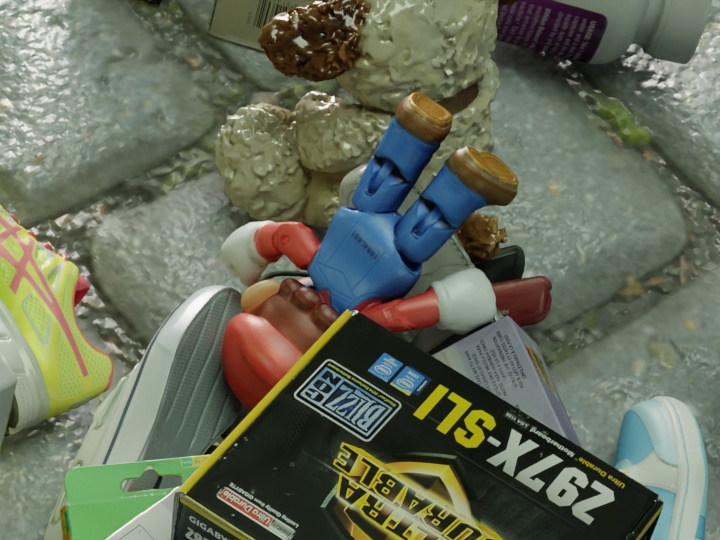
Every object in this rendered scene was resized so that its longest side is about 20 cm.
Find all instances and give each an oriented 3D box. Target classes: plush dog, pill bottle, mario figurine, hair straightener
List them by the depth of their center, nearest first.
[{"bbox_3d":[0.000,0.000,1.632,0.106,0.200,0.124,29,18,-36],"label":"mario figurine"},{"bbox_3d":[0.027,-0.107,1.734,0.199,0.173,0.160,-26,45,-30],"label":"plush dog"},{"bbox_3d":[0.011,0.018,1.748,0.199,0.041,0.077,-15,40,-18],"label":"hair straightener"},{"bbox_3d":[0.125,-0.197,1.890,0.199,0.113,0.113,14,51,-5],"label":"pill bottle"}]

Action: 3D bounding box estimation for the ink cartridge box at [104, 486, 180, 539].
[{"bbox_3d":[-0.086,0.225,1.469,0.200,0.045,0.176,46,38,10],"label":"ink cartridge box"}]

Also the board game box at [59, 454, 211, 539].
[{"bbox_3d":[-0.100,0.199,1.530,0.095,0.030,0.201,-4,80,-18],"label":"board game box"}]

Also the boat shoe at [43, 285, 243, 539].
[{"bbox_3d":[-0.123,0.086,1.629,0.066,0.074,0.201,-5,40,31],"label":"boat shoe"}]

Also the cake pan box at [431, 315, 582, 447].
[{"bbox_3d":[0.043,0.151,1.579,0.183,0.052,0.201,-27,59,10],"label":"cake pan box"}]

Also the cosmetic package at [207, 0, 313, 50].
[{"bbox_3d":[-0.025,-0.231,1.900,0.103,0.073,0.201,17,50,-1],"label":"cosmetic package"}]

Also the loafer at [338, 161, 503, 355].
[{"bbox_3d":[0.050,0.027,1.673,0.070,0.070,0.201,-29,92,-18],"label":"loafer"}]

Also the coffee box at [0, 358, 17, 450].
[{"bbox_3d":[-0.319,0.088,1.490,0.197,0.200,0.200,-32,67,-33],"label":"coffee box"}]

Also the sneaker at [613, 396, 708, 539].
[{"bbox_3d":[0.124,0.145,1.646,0.130,0.080,0.201,12,50,-7],"label":"sneaker"}]

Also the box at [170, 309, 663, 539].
[{"bbox_3d":[0.030,0.127,1.485,0.199,0.050,0.160,31,50,17],"label":"box"}]

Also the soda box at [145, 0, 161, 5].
[{"bbox_3d":[-0.126,-0.269,1.908,0.070,0.063,0.201,19,51,0],"label":"soda box"}]

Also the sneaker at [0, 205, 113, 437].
[{"bbox_3d":[-0.203,0.005,1.676,0.090,0.078,0.201,-9,61,-31],"label":"sneaker"}]
